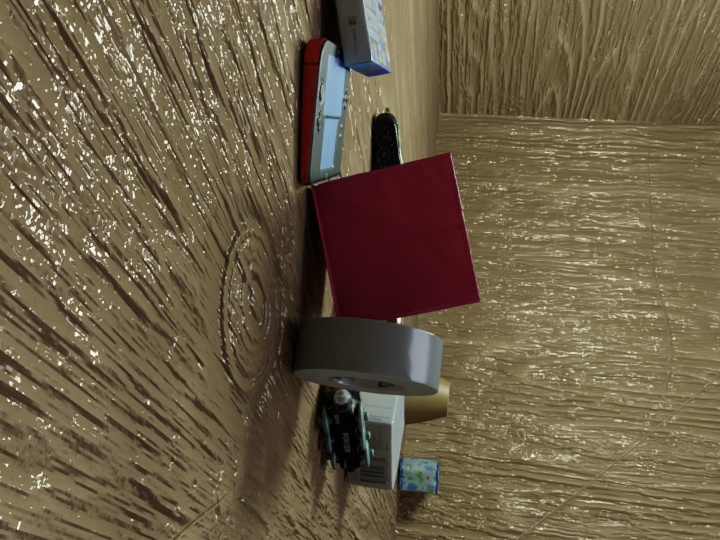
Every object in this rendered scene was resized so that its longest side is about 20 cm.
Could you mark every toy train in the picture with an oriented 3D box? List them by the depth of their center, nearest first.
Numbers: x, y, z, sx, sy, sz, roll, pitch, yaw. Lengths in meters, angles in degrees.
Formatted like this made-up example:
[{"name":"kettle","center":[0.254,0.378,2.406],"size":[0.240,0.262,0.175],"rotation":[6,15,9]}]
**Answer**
[{"name":"toy train","center":[-0.024,0.250,1.146],"size":[0.116,0.082,0.204],"rotation":[-93,178,-47]}]

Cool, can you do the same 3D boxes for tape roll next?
[{"name":"tape roll","center":[0.010,0.118,0.904],"size":[0.201,0.194,0.068],"rotation":[65,30,-72]}]

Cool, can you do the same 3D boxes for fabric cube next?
[{"name":"fabric cube","center":[0.057,-0.037,0.987],"size":[0.196,0.193,0.206],"rotation":[-7,85,-83]}]

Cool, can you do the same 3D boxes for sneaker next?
[{"name":"sneaker","center":[0.065,-0.250,1.494],"size":[0.083,0.069,0.206],"rotation":[-64,157,-69]}]

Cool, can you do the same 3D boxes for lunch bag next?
[{"name":"lunch bag","center":[0.246,0.840,2.836],"size":[0.200,0.165,0.132],"rotation":[-38,131,-80]}]

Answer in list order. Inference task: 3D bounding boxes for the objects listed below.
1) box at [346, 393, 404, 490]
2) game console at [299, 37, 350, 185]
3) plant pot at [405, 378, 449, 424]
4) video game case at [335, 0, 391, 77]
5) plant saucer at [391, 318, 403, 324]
[{"name":"box","center":[0.033,0.314,1.438],"size":[0.202,0.102,0.188],"rotation":[-71,162,-56]},{"name":"game console","center":[-0.045,-0.214,0.932],"size":[0.200,0.030,0.183],"rotation":[-47,140,-75]},{"name":"plant pot","center":[0.156,0.359,1.956],"size":[0.186,0.194,0.193],"rotation":[5,90,-82]},{"name":"video game case","center":[0.000,-0.388,1.002],"size":[0.200,0.044,0.187],"rotation":[-47,128,-75]},{"name":"plant saucer","center":[0.107,0.111,2.049],"size":[0.200,0.033,0.207],"rotation":[4,90,-82]}]
